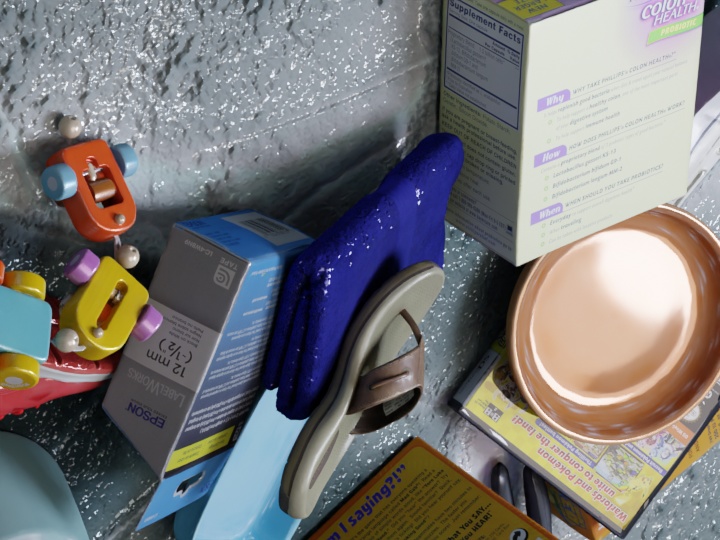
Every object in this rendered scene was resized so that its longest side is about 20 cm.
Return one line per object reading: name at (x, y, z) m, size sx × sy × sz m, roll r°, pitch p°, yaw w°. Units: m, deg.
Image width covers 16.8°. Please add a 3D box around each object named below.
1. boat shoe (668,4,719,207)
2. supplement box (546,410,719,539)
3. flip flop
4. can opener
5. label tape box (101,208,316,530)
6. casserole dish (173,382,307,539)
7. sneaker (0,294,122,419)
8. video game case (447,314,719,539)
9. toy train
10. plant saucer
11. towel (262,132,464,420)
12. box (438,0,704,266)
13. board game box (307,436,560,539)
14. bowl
boat shoe at (0.274, -0.125, 1.921) m, size 0.070 × 0.071 × 0.200 m, roll 25°, pitch 100°, yaw -47°
supplement box at (0.245, 0.141, 2.066) m, size 0.200 × 0.069 × 0.067 m, roll -37°, pitch 133°, yaw -16°
flip flop at (0.009, 0.086, 1.674) m, size 0.200 × 0.058 × 0.081 m, roll -61°, pitch 161°, yaw -13°
can opener at (0.141, 0.237, 2.045) m, size 0.063 × 0.079 × 0.200 m, roll -16°, pitch 127°, yaw 5°
label tape box at (-0.111, 0.063, 1.645) m, size 0.200 × 0.066 × 0.143 m, roll -65°, pitch 166°, yaw 13°
casserole dish at (-0.072, 0.136, 1.780) m, size 0.121 × 0.039 × 0.200 m, roll 12°, pitch 107°, yaw -55°
sneaker at (-0.254, 0.077, 1.575) m, size 0.200 × 0.078 × 0.116 m, roll 8°, pitch 127°, yaw -45°
video game case at (0.195, 0.091, 1.964) m, size 0.200 × 0.025 × 0.181 m, roll 38°, pitch 87°, yaw -26°
toy train at (-0.205, -0.004, 1.521) m, size 0.200 × 0.056 × 0.150 m, roll -28°, pitch 90°, yaw -47°
plant saucer at (0.202, 0.038, 1.915) m, size 0.200 × 0.037 × 0.201 m, roll -6°, pitch 107°, yaw -19°
towel at (0.000, 0.000, 1.710) m, size 0.200 × 0.049 × 0.148 m, roll -44°, pitch 151°, yaw -47°
box at (0.153, -0.133, 1.784) m, size 0.176 × 0.097 × 0.200 m, roll -22°, pitch 130°, yaw -31°
board game box at (0.067, 0.297, 1.897) m, size 0.200 × 0.200 × 0.200 m, roll -42°, pitch 137°, yaw -15°
bowl at (-0.252, 0.217, 1.624) m, size 0.201 × 0.105 × 0.201 m, roll -22°, pitch 128°, yaw -32°
